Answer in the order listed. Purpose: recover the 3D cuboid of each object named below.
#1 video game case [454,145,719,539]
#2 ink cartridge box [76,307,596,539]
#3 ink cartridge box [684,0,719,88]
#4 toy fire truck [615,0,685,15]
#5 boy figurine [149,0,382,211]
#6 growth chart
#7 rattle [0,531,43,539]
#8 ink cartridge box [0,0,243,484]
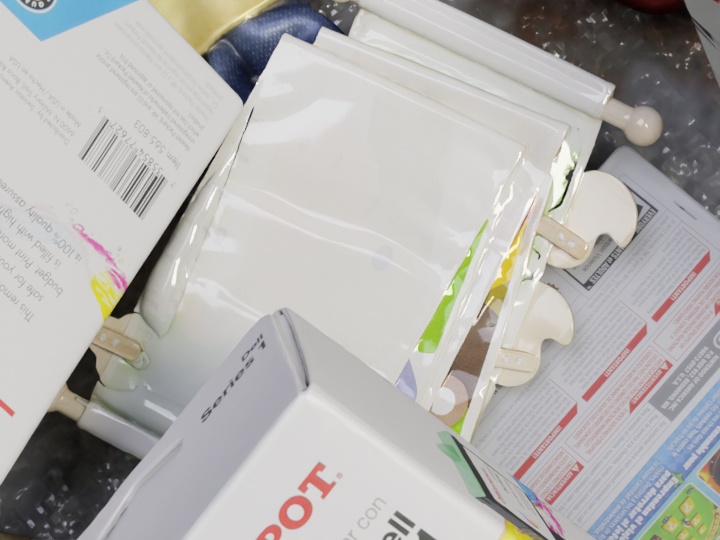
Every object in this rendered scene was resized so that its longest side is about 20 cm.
[{"bbox_3d":[0.114,0.071,0.974,0.200,0.018,0.143,41,87,23],"label":"video game case"},{"bbox_3d":[0.010,0.131,0.885,0.200,0.084,0.145,37,98,-15],"label":"ink cartridge box"},{"bbox_3d":[0.179,-0.056,0.895,0.084,0.200,0.144,-44,67,0],"label":"ink cartridge box"},{"bbox_3d":[0.123,-0.175,1.008,0.200,0.112,0.168,-40,86,2],"label":"toy fire truck"},{"bbox_3d":[-0.064,-0.095,1.053,0.124,0.064,0.200,-41,66,1],"label":"boy figurine"},{"bbox_3d":[0.000,0.000,0.983,0.144,0.018,0.201,34,92,0],"label":"growth chart"},{"bbox_3d":[-0.084,0.154,0.965,0.199,0.130,0.144,14,73,-2],"label":"rattle"},{"bbox_3d":[-0.139,-0.012,0.931,0.068,0.115,0.201,3,54,51],"label":"ink cartridge box"}]
